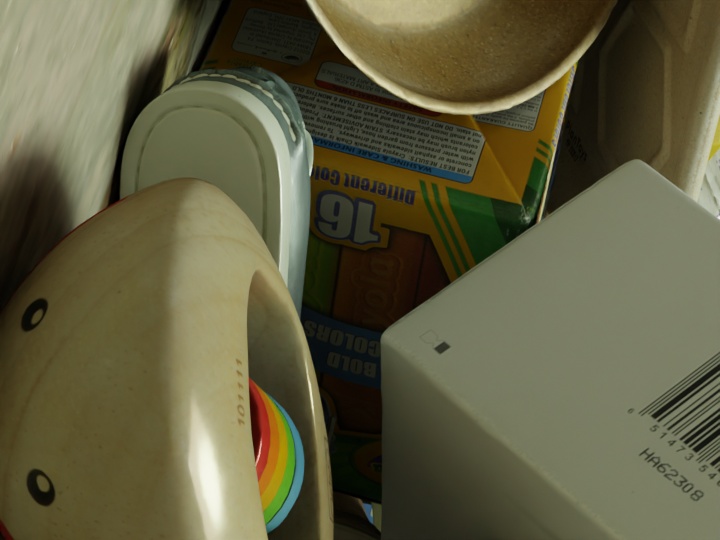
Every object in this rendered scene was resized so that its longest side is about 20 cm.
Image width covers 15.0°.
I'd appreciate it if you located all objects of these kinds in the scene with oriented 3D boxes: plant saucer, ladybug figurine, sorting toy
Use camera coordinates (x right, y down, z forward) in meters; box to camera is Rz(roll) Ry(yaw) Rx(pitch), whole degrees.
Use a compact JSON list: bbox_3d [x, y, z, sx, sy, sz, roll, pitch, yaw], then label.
[{"bbox_3d":[0.024,-0.151,0.888,0.200,0.035,0.201,-5,97,-47],"label":"plant saucer"},{"bbox_3d":[-0.053,0.049,0.732,0.200,0.072,0.136,62,22,-72],"label":"ladybug figurine"},{"bbox_3d":[0.104,-0.113,1.000,0.185,0.036,0.201,-115,-146,-52],"label":"sorting toy"}]

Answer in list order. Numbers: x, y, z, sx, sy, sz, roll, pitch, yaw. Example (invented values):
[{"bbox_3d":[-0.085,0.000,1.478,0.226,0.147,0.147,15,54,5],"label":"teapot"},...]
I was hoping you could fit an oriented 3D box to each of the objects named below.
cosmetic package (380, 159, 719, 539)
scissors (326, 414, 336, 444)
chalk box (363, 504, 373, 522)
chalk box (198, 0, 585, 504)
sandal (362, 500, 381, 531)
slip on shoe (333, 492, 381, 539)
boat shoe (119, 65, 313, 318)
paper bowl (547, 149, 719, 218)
[{"bbox_3d":[0.113,0.110,0.895,0.123,0.199,0.200,-33,147,-28],"label":"cosmetic package"},{"bbox_3d":[-0.036,0.151,0.927,0.073,0.014,0.201,-50,156,-71],"label":"scissors"},{"bbox_3d":[0.017,0.083,1.297,0.125,0.123,0.201,-70,171,-50],"label":"chalk box"},{"bbox_3d":[0.000,0.000,0.987,0.124,0.124,0.201,-70,171,-47],"label":"chalk box"},{"bbox_3d":[-0.014,0.041,1.142,0.080,0.057,0.202,-66,141,-68],"label":"sandal"},{"bbox_3d":[-0.027,0.093,1.047,0.200,0.076,0.061,150,-38,-77],"label":"slip on shoe"},{"bbox_3d":[-0.047,0.031,0.864,0.062,0.072,0.201,-54,153,-66],"label":"boat shoe"},{"bbox_3d":[0.115,-0.042,1.170,0.201,0.104,0.201,157,-90,-85],"label":"paper bowl"}]
